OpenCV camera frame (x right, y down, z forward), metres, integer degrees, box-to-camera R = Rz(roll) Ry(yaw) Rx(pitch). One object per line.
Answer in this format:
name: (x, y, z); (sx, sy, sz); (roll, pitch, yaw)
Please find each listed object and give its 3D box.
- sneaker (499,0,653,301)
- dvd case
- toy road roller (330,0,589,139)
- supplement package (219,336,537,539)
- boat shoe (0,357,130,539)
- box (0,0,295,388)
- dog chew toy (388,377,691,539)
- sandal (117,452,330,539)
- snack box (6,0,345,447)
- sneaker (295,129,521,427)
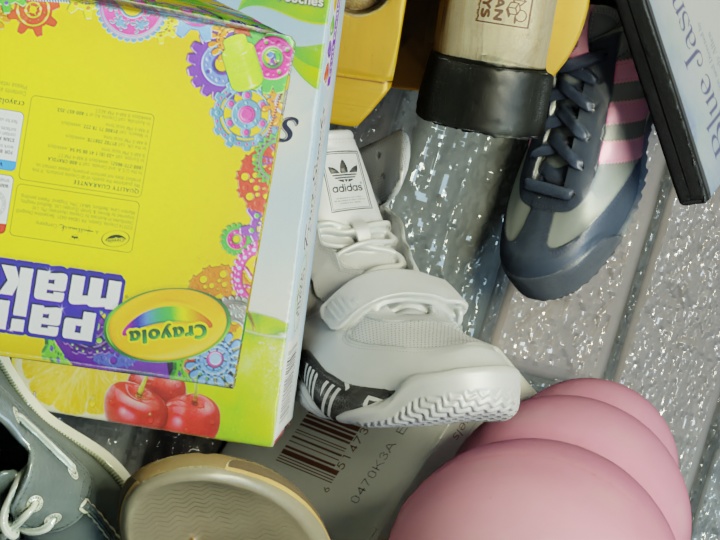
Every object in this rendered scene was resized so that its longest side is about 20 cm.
sneaker: (0.106, -0.087, 1.310); (0.082, 0.070, 0.200); (41, 66, -48)
dvd case: (0.174, -0.139, 1.312); (0.200, 0.018, 0.143); (-48, 125, -50)
toy road roller: (0.001, -0.131, 1.184); (0.199, 0.146, 0.123); (8, 99, -7)
supplement package: (0.043, 0.121, 1.280); (0.117, 0.117, 0.200); (-57, 133, -16)
boat shoe: (-0.146, 0.081, 1.073); (0.200, 0.073, 0.062); (57, 25, -19)
box: (-0.143, -0.049, 0.950); (0.199, 0.193, 0.122); (9, 98, -12)
dog chew toy: (0.083, 0.110, 1.134); (0.200, 0.124, 0.125); (-53, 141, -62)
sandal: (-0.039, 0.160, 1.082); (0.080, 0.054, 0.200); (-14, 116, -1)
snack box: (-0.087, -0.040, 1.095); (0.053, 0.142, 0.201); (-54, 153, -79)
sneaker: (0.000, 0.000, 1.152); (0.075, 0.200, 0.115); (-1, 98, -31)
